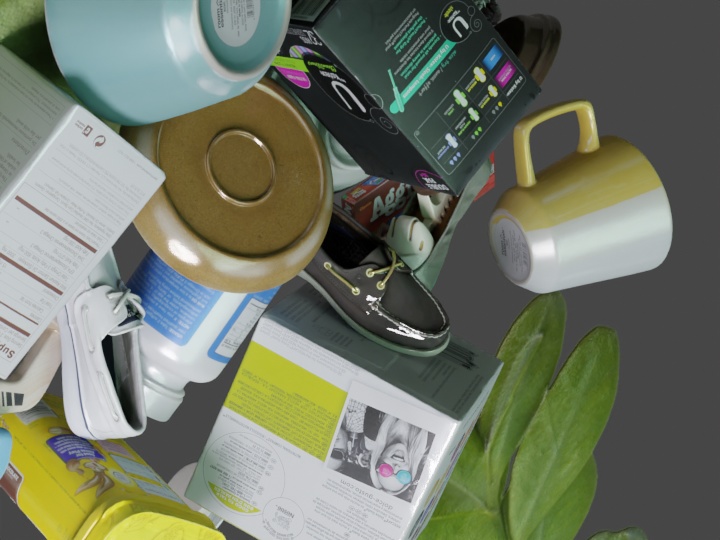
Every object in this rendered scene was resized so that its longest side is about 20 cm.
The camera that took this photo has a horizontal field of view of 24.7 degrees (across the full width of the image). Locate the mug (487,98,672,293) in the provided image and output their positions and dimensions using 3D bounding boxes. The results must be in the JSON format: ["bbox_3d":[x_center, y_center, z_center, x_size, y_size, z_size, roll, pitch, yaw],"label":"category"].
[{"bbox_3d":[0.210,-0.063,1.717,0.153,0.187,0.149,-21,165,-23],"label":"mug"}]

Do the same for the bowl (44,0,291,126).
[{"bbox_3d":[-0.124,-0.202,1.210,0.201,0.105,0.201,-18,112,-54],"label":"bowl"}]

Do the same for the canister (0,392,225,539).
[{"bbox_3d":[-0.225,0.189,1.388,0.087,0.200,0.149,-56,142,4],"label":"canister"}]

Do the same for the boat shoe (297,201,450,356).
[{"bbox_3d":[0.000,0.000,1.466,0.072,0.201,0.061,-45,166,-38],"label":"boat shoe"}]

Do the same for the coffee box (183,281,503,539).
[{"bbox_3d":[-0.012,0.146,1.518,0.198,0.200,0.200,-66,170,18],"label":"coffee box"}]

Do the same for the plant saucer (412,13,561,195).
[{"bbox_3d":[0.104,-0.155,1.480,0.029,0.200,0.200,36,91,-17],"label":"plant saucer"}]

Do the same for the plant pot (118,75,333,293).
[{"bbox_3d":[-0.102,-0.081,1.338,0.200,0.027,0.200,11,70,-32],"label":"plant pot"}]

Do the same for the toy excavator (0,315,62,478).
[{"bbox_3d":[-0.310,0.112,1.307,0.200,0.100,0.195,9,88,-56],"label":"toy excavator"}]

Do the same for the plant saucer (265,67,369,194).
[{"bbox_3d":[-0.004,-0.147,1.474,0.200,0.050,0.200,-27,135,-30],"label":"plant saucer"}]

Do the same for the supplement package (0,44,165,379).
[{"bbox_3d":[-0.267,-0.043,1.231,0.200,0.117,0.117,-51,142,-1],"label":"supplement package"}]

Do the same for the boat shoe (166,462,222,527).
[{"bbox_3d":[-0.196,0.276,1.601,0.200,0.072,0.069,-55,143,-11],"label":"boat shoe"}]

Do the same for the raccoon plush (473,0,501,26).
[{"bbox_3d":[0.109,-0.251,1.438,0.200,0.134,0.097,12,110,-49],"label":"raccoon plush"}]

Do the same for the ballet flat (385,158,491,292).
[{"bbox_3d":[0.057,-0.047,1.536,0.200,0.067,0.064,-60,143,-22],"label":"ballet flat"}]

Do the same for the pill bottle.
[{"bbox_3d":[-0.145,0.025,1.415,0.200,0.112,0.112,-54,142,3],"label":"pill bottle"}]

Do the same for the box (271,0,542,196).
[{"bbox_3d":[0.020,-0.177,1.342,0.124,0.149,0.200,-51,123,-12],"label":"box"}]

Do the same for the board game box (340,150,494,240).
[{"bbox_3d":[0.060,-0.077,1.599,0.200,0.019,0.103,-37,139,-31],"label":"board game box"}]

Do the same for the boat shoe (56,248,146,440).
[{"bbox_3d":[-0.207,0.039,1.343,0.074,0.065,0.200,-25,111,-60],"label":"boat shoe"}]
